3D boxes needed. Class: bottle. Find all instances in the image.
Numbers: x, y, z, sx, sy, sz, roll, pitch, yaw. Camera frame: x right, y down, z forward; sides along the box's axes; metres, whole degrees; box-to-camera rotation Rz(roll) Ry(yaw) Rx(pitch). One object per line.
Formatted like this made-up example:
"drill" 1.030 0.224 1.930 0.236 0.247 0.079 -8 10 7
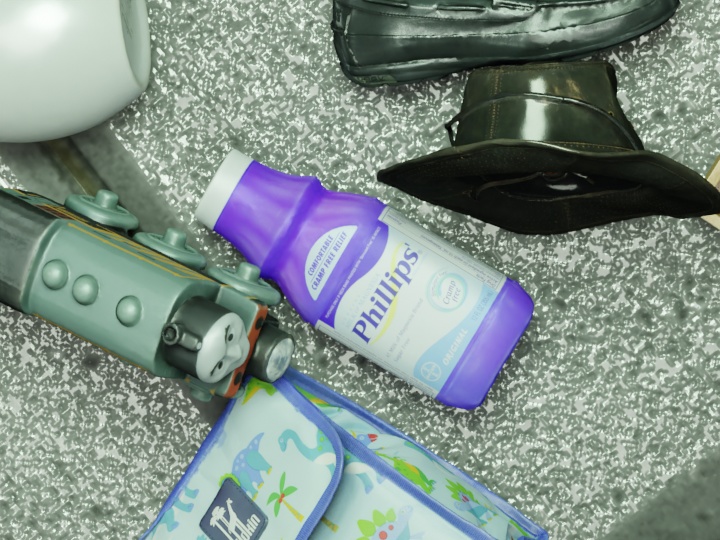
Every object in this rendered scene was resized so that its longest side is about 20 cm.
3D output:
"bottle" 0.000 0.000 1.603 0.199 0.065 0.084 32 96 1

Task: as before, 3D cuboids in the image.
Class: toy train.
"toy train" -0.135 0.013 1.573 0.199 0.114 0.086 26 99 25

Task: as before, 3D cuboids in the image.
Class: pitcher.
"pitcher" -0.229 -0.142 1.560 0.199 0.172 0.122 -6 61 7

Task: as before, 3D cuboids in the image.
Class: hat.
"hat" 0.106 -0.077 1.538 0.199 0.201 0.081 1 79 4

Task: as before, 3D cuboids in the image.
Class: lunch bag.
"lunch bag" -0.022 0.170 1.598 0.200 0.127 0.170 35 99 13

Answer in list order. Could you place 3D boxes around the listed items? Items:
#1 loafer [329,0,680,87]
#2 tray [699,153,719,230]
"loafer" 0.080 -0.153 1.580 0.199 0.068 0.071 -8 109 8
"tray" 0.282 -0.094 1.589 0.098 0.037 0.201 32 98 1
